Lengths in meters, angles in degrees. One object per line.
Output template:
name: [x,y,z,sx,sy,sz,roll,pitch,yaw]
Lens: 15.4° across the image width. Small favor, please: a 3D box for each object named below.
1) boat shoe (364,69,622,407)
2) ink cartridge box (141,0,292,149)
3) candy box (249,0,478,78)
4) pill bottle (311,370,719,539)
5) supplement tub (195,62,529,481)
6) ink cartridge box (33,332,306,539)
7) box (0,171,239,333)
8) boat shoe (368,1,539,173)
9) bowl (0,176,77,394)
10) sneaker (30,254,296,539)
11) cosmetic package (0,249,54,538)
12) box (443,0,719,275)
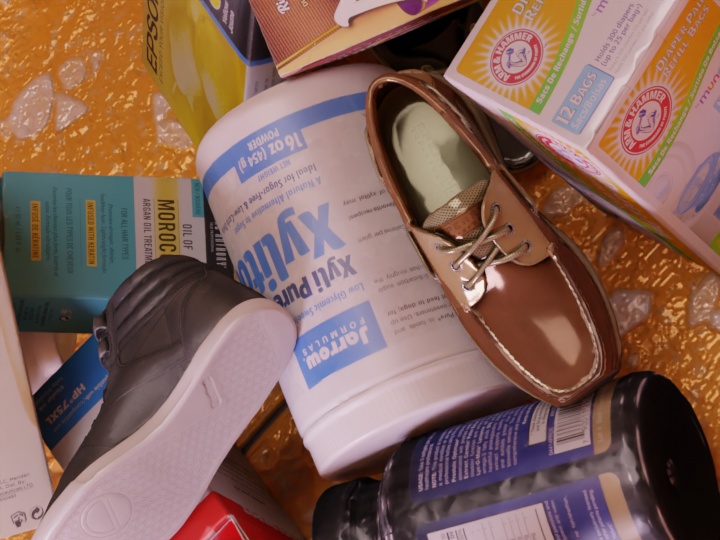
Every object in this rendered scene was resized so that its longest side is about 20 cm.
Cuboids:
boat shoe: [0.058,-0.019,1.359,0.076,0.074,0.200,-38,70,12]
ink cartridge box: [-0.097,-0.173,1.599,0.047,0.198,0.200,-21,53,-22]
candy box: [-0.023,-0.217,1.427,0.116,0.056,0.200,-21,90,17]
pill bottle: [0.080,0.130,1.400,0.200,0.112,0.112,-18,61,25]
supplement tub: [0.000,0.000,1.462,0.132,0.132,0.200,-28,73,18]
ink cartridge box: [-0.095,0.137,1.500,0.067,0.116,0.200,-44,53,6]
box: [-0.110,-0.008,1.541,0.199,0.049,0.083,2,64,-13]
boat shoe: [0.038,-0.134,1.502,0.072,0.060,0.202,-39,100,2]
bowl: [-0.225,0.020,1.609,0.094,0.201,0.201,-2,66,5]
sneaker: [-0.123,0.078,1.435,0.200,0.071,0.099,-52,42,4]
cosmetic package: [-0.230,0.044,1.476,0.071,0.201,0.105,-15,19,-17]
box: [0.150,-0.090,1.396,0.101,0.200,0.113,31,87,37]
